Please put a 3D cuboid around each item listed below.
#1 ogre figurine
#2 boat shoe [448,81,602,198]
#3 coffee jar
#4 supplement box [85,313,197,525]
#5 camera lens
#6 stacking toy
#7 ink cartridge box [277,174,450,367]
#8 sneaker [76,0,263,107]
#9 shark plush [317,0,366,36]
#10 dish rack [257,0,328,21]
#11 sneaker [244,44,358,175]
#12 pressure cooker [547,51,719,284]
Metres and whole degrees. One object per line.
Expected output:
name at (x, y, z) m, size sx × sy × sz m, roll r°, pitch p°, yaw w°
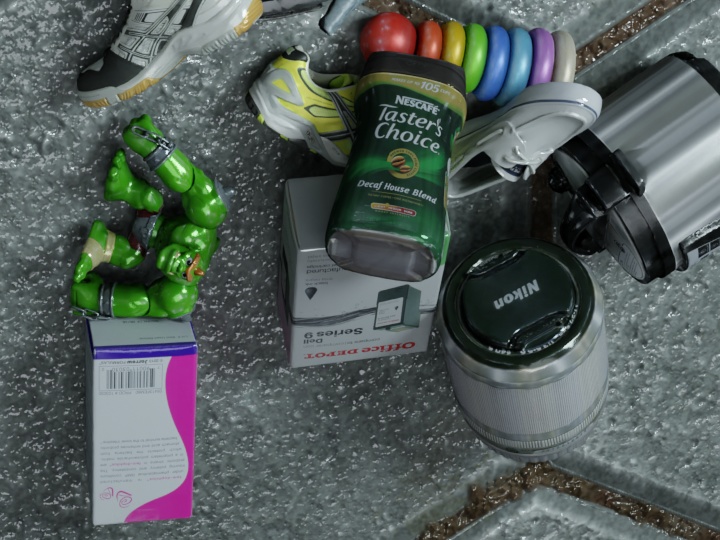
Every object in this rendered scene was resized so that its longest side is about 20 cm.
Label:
ogre figurine at (-0.191, -0.035, 1.567) m, size 0.119 × 0.098 × 0.202 m, roll 19°, pitch 92°, yaw -5°
boat shoe at (0.146, -0.114, 1.556) m, size 0.073 × 0.066 × 0.199 m, roll 23°, pitch 153°, yaw -27°
coffee jar at (0.035, -0.097, 1.478) m, size 0.103 × 0.202 × 0.086 m, roll 9°, pitch 151°, yaw 2°
supplement box at (-0.217, 0.138, 1.646) m, size 0.100 × 0.104 × 0.202 m, roll -2°, pitch 117°, yaw -14°
camera lens at (0.162, 0.078, 1.643) m, size 0.158 × 0.161 × 0.201 m, roll -20°, pitch 145°, yaw -2°
stacking toy at (0.095, -0.198, 1.562) m, size 0.198 × 0.086 × 0.086 m, roll 10°, pitch 116°, yaw -11°
ink cartridge box at (0.000, 0.000, 1.590) m, size 0.144 × 0.085 × 0.201 m, roll -6°, pitch 146°, yaw -9°
sneaker at (-0.180, -0.216, 1.470) m, size 0.199 × 0.076 × 0.088 m, roll -27°, pitch 108°, yaw 25°
shark plush at (0.035, -0.287, 1.465) m, size 0.199 × 0.083 × 0.091 m, roll -33°, pitch 119°, yaw -14°
dish rack at (-0.079, -0.311, 1.464) m, size 0.152 × 0.055 × 0.202 m, roll -10°, pitch 120°, yaw -8°
sneaker at (-0.008, -0.135, 1.566) m, size 0.199 × 0.076 × 0.077 m, roll 27°, pitch 109°, yaw -27°
pressure cooker at (0.273, -0.087, 1.595) m, size 0.199 × 0.179 × 0.177 m, roll -34°, pitch 124°, yaw -4°
